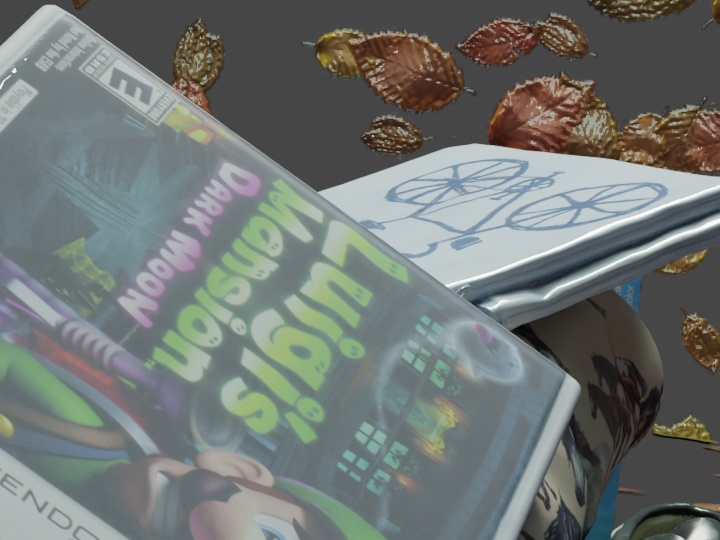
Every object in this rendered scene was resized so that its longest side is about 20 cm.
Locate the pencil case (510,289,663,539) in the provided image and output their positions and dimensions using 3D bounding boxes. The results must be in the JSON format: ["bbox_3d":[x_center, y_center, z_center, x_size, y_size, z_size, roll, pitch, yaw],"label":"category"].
[{"bbox_3d":[0.041,0.063,0.826,0.078,0.090,0.200,-12,16,19],"label":"pencil case"}]

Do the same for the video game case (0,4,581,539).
[{"bbox_3d":[-0.043,0.028,0.667,0.182,0.023,0.200,36,31,-2],"label":"video game case"}]

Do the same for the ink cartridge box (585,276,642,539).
[{"bbox_3d":[0.014,0.057,1.352,0.199,0.146,0.147,7,0,-17],"label":"ink cartridge box"}]

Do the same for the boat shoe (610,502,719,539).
[{"bbox_3d":[0.111,0.113,0.927,0.075,0.061,0.200,7,0,-3],"label":"boat shoe"}]

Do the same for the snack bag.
[{"bbox_3d":[0.000,0.000,0.879,0.200,0.021,0.188,-19,15,-23],"label":"snack bag"}]
